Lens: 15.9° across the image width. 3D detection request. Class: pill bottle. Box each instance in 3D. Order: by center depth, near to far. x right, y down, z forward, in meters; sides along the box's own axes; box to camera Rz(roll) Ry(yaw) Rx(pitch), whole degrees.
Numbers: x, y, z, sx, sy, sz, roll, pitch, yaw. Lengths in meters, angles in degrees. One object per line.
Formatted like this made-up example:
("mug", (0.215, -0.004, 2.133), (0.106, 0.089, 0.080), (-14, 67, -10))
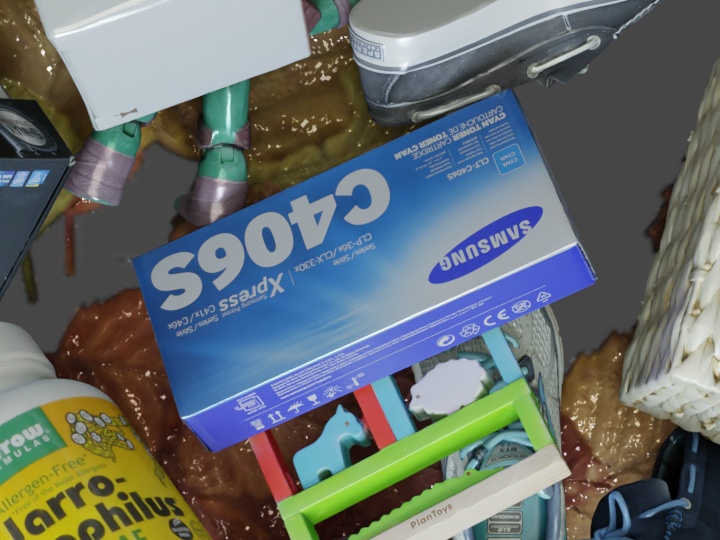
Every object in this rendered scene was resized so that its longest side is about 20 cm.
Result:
("pill bottle", (-0.137, 0.122, 1.180), (0.113, 0.113, 0.200), (-37, 62, -3))

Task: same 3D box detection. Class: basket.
("basket", (0.211, -0.009, 1.218), (0.123, 0.136, 0.200), (17, 80, -3))

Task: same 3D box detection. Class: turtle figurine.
("turtle figurine", (-0.074, -0.124, 1.221), (0.149, 0.101, 0.200), (17, 98, -2))

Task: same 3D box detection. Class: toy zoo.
("toy zoo", (0.002, 0.041, 1.217), (0.131, 0.020, 0.200), (-28, 58, 4))

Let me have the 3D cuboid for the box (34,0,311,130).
("box", (-0.105, -0.184, 1.105), (0.106, 0.152, 0.200), (-20, 79, -3))

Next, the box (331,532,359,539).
("box", (0.007, 0.231, 1.238), (0.102, 0.095, 0.200), (-15, 93, -5))

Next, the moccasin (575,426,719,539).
("moccasin", (0.132, 0.134, 1.214), (0.068, 0.200, 0.080), (48, 116, 3))

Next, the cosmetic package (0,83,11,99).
("cosmetic package", (-0.255, -0.038, 1.211), (0.200, 0.051, 0.083), (-35, 65, -4))

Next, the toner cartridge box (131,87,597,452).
("toner cartridge box", (0.000, 0.000, 1.200), (0.200, 0.043, 0.095), (-25, 59, 6))

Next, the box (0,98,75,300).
("box", (-0.245, -0.005, 1.138), (0.044, 0.200, 0.160), (53, 125, 31))

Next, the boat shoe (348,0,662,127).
("boat shoe", (0.090, -0.123, 1.252), (0.200, 0.072, 0.068), (-24, 128, -18))

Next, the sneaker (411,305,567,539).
("sneaker", (0.071, 0.079, 1.243), (0.077, 0.086, 0.200), (-10, 93, -5))
